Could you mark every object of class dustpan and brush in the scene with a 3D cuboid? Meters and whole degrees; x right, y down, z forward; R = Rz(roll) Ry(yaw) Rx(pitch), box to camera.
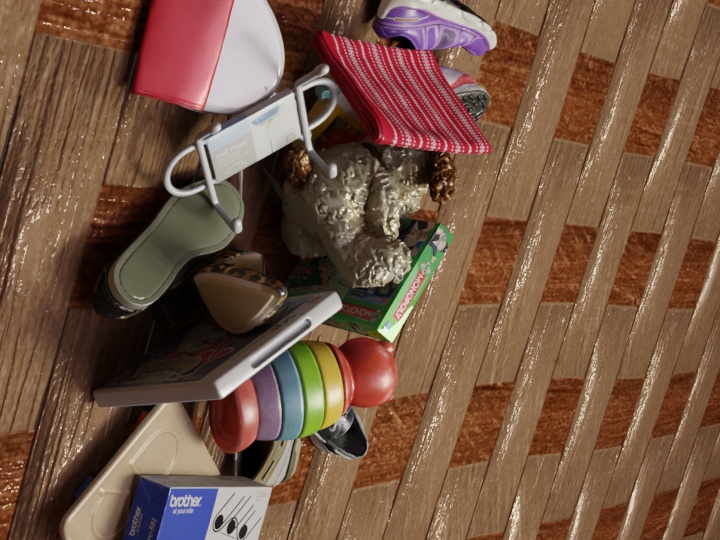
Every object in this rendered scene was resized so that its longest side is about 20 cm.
[{"bbox_3d":[-0.107,-0.186,1.553,0.200,0.057,0.140,42,86,-30],"label":"dustpan and brush"}]

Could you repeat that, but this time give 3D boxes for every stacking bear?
[{"bbox_3d":[-0.055,0.122,1.704,0.199,0.114,0.122,-11,106,-23],"label":"stacking bear"}]

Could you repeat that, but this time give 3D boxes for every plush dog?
[{"bbox_3d":[0.009,-0.095,1.676,0.171,0.200,0.161,-31,119,-21],"label":"plush dog"}]

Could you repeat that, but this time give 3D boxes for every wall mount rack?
[{"bbox_3d":[-0.091,-0.128,1.508,0.199,0.075,0.174,-31,147,-16],"label":"wall mount rack"}]

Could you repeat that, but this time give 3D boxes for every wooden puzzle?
[{"bbox_3d":[-0.234,0.241,1.667,0.200,0.046,0.186,-56,147,-28],"label":"wooden puzzle"}]

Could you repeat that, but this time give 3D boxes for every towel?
[{"bbox_3d":[0.045,-0.182,1.636,0.199,0.145,0.022,0,143,-51],"label":"towel"}]

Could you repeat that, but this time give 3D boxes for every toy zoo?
[{"bbox_3d":[0.008,-0.160,1.747,0.131,0.020,0.200,-48,143,10],"label":"toy zoo"}]

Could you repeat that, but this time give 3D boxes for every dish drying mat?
[{"bbox_3d":[-0.154,-0.253,1.466,0.076,0.018,0.201,13,97,-21],"label":"dish drying mat"}]

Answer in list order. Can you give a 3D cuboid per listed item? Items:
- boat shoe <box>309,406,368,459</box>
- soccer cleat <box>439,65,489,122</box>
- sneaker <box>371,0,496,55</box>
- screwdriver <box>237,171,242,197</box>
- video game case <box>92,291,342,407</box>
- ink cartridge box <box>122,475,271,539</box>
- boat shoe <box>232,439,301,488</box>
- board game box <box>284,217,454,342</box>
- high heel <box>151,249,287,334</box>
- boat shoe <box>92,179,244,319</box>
[{"bbox_3d":[-0.041,0.168,1.888,0.072,0.068,0.200,-55,146,-21],"label":"boat shoe"},{"bbox_3d":[0.056,-0.205,1.822,0.199,0.073,0.068,-3,132,-38],"label":"soccer cleat"},{"bbox_3d":[0.078,-0.277,1.810,0.200,0.081,0.084,11,116,-51],"label":"sneaker"},{"bbox_3d":[-0.116,-0.155,1.608,0.029,0.028,0.201,-13,121,-20],"label":"screwdriver"},{"bbox_3d":[-0.142,0.078,1.567,0.182,0.199,0.023,-36,108,-41],"label":"video game case"},{"bbox_3d":[-0.174,0.269,1.694,0.200,0.044,0.095,15,91,-61],"label":"ink cartridge box"},{"bbox_3d":[-0.103,0.161,1.784,0.068,0.074,0.201,-26,128,-48],"label":"boat shoe"},{"bbox_3d":[0.000,0.000,1.726,0.029,0.200,0.135,39,75,-34],"label":"board game box"},{"bbox_3d":[-0.105,0.004,1.587,0.142,0.199,0.072,-34,107,-38],"label":"high heel"},{"bbox_3d":[-0.189,-0.023,1.555,0.072,0.060,0.201,52,45,-7],"label":"boat shoe"}]
